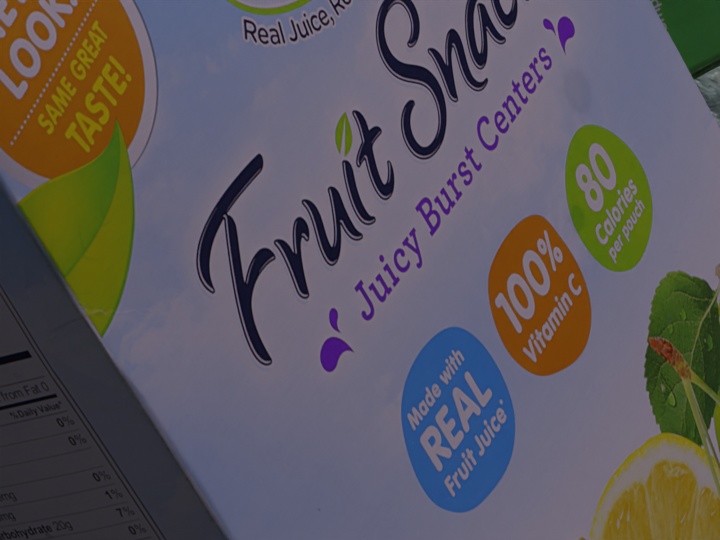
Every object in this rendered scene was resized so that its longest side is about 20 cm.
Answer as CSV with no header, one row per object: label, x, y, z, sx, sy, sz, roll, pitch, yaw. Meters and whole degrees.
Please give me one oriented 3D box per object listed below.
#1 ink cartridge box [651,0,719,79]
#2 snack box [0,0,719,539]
ink cartridge box,-0.012,-0.057,0.810,0.200,0.083,0.146,-29,13,-34
snack box,-0.003,0.005,0.497,0.068,0.169,0.200,-16,-64,38
